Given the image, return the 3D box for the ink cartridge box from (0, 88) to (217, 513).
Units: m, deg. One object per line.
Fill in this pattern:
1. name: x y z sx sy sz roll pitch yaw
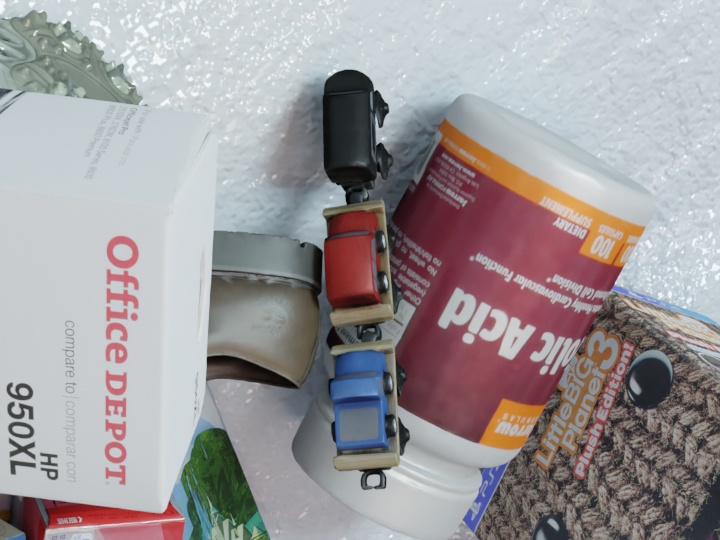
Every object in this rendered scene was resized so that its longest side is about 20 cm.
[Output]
1. ink cartridge box: -0.164 0.006 0.657 0.199 0.084 0.145 7 121 2

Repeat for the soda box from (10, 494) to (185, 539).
1. soda box: -0.135 0.191 0.792 0.070 0.063 0.201 -2 113 -25

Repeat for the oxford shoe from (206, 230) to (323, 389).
1. oxford shoe: -0.115 0.027 0.742 0.199 0.073 0.085 1 76 -6

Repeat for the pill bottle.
1. pill bottle: 0.051 0.025 0.821 0.114 0.114 0.201 21 103 -31

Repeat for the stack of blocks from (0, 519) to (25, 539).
1. stack of blocks: -0.213 0.213 0.734 0.115 0.058 0.201 -13 114 -47

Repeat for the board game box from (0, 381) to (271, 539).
1. board game box: -0.149 0.144 0.827 0.199 0.041 0.200 -27 121 -12

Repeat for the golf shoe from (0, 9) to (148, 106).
1. golf shoe: -0.165 -0.069 0.716 0.097 0.078 0.200 -39 123 21

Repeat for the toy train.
1. toy train: 0.000 0.000 0.761 0.034 0.201 0.046 -6 162 9

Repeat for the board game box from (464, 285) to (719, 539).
1. board game box: 0.165 0.122 0.859 0.096 0.200 0.160 18 104 -30
